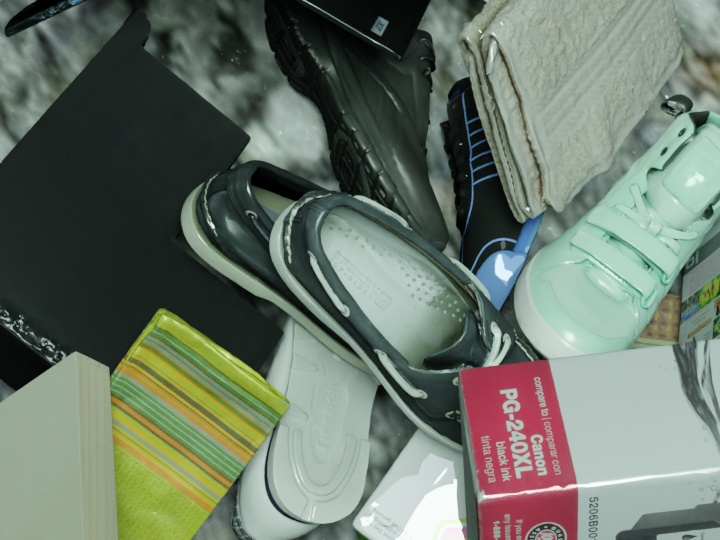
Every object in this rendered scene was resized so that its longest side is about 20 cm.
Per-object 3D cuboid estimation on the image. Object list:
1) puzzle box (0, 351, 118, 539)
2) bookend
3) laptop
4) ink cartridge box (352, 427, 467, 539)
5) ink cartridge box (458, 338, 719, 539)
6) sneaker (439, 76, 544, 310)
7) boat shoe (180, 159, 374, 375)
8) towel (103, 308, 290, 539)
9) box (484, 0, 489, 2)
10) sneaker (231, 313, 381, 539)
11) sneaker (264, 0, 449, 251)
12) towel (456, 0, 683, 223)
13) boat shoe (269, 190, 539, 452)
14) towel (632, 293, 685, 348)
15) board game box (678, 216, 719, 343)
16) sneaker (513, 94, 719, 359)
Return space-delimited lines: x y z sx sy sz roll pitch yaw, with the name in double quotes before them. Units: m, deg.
"puzzle box" -0.201 0.144 0.736 0.199 0.025 0.134 -32 49 26
"bookend" -0.120 -0.005 0.834 0.198 0.092 0.201 38 64 -8
"laptop" -0.071 -0.159 0.832 0.199 0.178 0.104 -19 111 20
"ink cartridge box" 0.055 0.188 0.799 0.147 0.076 0.201 34 76 12
"ink cartridge box" 0.152 0.114 0.695 0.198 0.146 0.084 -7 41 1
"sneaker" 0.080 -0.065 0.887 0.077 0.070 0.201 19 68 1
"boat shoe" 0.000 -0.002 0.797 0.199 0.066 0.075 34 47 -16
"towel" -0.126 0.124 0.752 0.086 0.018 0.201 35 93 -7
"box" 0.059 -0.213 0.906 0.199 0.042 0.039 38 37 17
"sneaker" -0.028 0.064 0.838 0.076 0.080 0.201 31 53 -14
"sneaker" 0.015 -0.105 0.886 0.090 0.076 0.201 -22 81 -18
"towel" 0.130 -0.132 0.833 0.034 0.133 0.200 9 46 37
"boat shoe" 0.038 0.035 0.742 0.199 0.060 0.076 36 75 -15
"towel" 0.192 0.114 0.876 0.145 0.022 0.202 10 74 -4
"board game box" 0.243 0.003 0.824 0.064 0.148 0.202 16 65 -9
"sneaker" 0.157 -0.027 0.803 0.074 0.119 0.200 37 38 4
